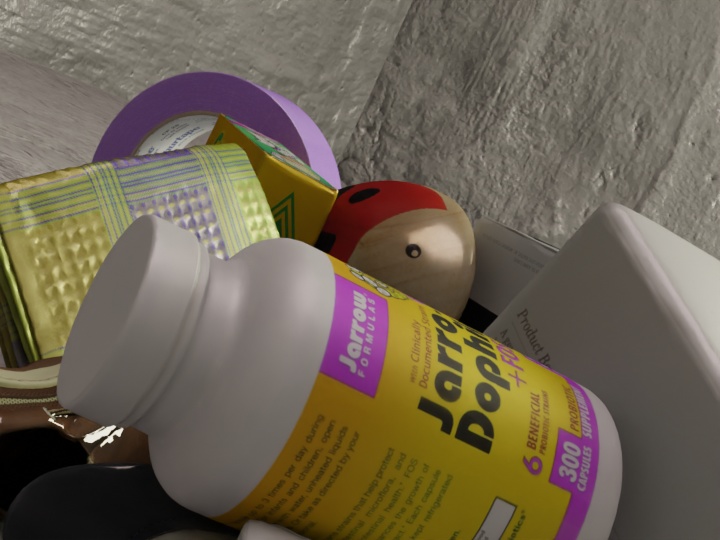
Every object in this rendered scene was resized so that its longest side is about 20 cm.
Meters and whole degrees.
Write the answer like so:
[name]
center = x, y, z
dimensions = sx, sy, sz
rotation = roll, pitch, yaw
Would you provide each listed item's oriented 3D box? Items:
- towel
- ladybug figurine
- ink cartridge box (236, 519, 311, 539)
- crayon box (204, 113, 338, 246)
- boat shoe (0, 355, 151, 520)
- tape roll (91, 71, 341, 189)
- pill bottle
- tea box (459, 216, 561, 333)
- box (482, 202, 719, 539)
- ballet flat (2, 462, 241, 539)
[towel]
center = -0.110, 0.010, 0.711
dimensions = 0.023, 0.145, 0.199
rotation = -17, 2, 40
[ladybug figurine]
center = 0.000, 0.000, 0.852
dimensions = 0.072, 0.137, 0.200
rotation = 31, -5, -23
[ink cartridge box]
center = 0.013, 0.162, 0.375
dimensions = 0.145, 0.085, 0.200
rotation = 25, 7, -5
[crayon box]
center = -0.094, -0.004, 0.896
dimensions = 0.058, 0.174, 0.200
rotation = 23, 7, -18
[boat shoe]
center = -0.134, 0.081, 0.572
dimensions = 0.201, 0.075, 0.075
rotation = 9, 30, -49
[tape roll]
center = -0.117, -0.053, 1.075
dimensions = 0.199, 0.202, 0.066
rotation = 27, 7, 18
[pill bottle]
center = -0.007, 0.055, 0.503
dimensions = 0.199, 0.105, 0.104
rotation = 27, 5, -22
[tea box]
center = 0.138, 0.102, 0.842
dimensions = 0.199, 0.198, 0.134
rotation = 21, 7, -28
[box]
center = 0.155, 0.118, 0.613
dimensions = 0.199, 0.172, 0.200
rotation = 23, 30, -35
[ballet flat]
center = -0.041, 0.127, 0.529
dimensions = 0.199, 0.074, 0.073
rotation = 25, 6, -31
